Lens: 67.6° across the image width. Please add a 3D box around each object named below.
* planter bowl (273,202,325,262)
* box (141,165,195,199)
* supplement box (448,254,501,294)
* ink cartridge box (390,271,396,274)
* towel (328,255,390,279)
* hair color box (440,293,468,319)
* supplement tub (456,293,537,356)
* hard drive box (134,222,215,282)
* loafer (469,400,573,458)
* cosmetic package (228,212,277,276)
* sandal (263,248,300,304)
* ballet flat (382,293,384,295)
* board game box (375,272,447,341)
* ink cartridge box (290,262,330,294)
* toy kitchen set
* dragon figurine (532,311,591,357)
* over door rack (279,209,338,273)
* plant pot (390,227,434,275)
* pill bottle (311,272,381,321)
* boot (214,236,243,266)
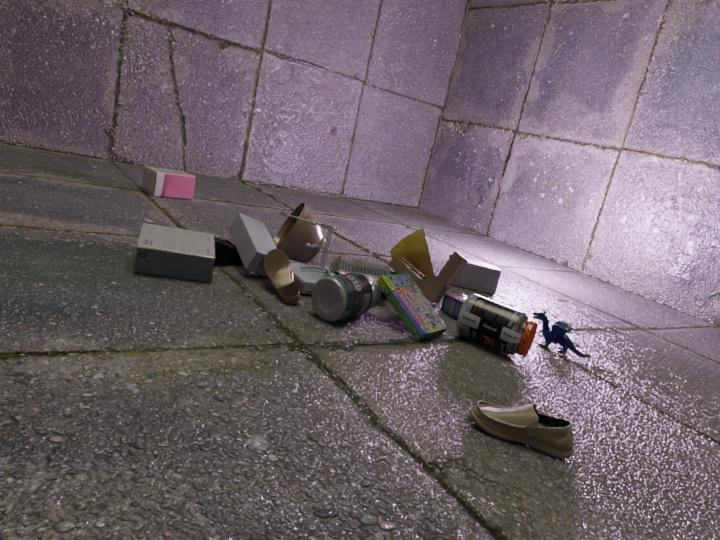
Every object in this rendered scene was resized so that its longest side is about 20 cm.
[{"bbox_3d":[-0.204,-0.113,1.868,0.134,0.202,0.200,37,6,-18],"label":"planter bowl"},{"bbox_3d":[-0.874,-0.399,2.452,0.126,0.112,0.197,25,18,39],"label":"box"},{"bbox_3d":[0.445,0.015,2.141,0.194,0.106,0.101,12,12,-3],"label":"supplement box"},{"bbox_3d":[0.050,0.017,1.830,0.195,0.045,0.198,16,8,10],"label":"ink cartridge box"},{"bbox_3d":[0.000,0.000,1.675,0.194,0.035,0.193,11,20,-1],"label":"towel"},{"bbox_3d":[0.352,0.134,1.662,0.098,0.062,0.199,2,19,-39],"label":"hair color box"},{"bbox_3d":[0.375,0.152,1.478,0.196,0.126,0.121,21,15,30],"label":"supplement tub"},{"bbox_3d":[-0.497,-0.049,1.453,0.195,0.079,0.157,8,25,-20],"label":"hard drive box"},{"bbox_3d":[0.304,0.281,1.006,0.195,0.070,0.076,17,14,12],"label":"loafer"},{"bbox_3d":[-0.320,-0.078,1.634,0.100,0.072,0.201,22,26,-42],"label":"cosmetic package"},{"bbox_3d":[-0.219,0.033,1.507,0.076,0.071,0.213,-17,45,-15],"label":"sandal"},{"bbox_3d":[0.030,0.052,1.706,0.195,0.068,0.047,19,57,8],"label":"ballet flat"},{"bbox_3d":[0.141,0.095,1.474,0.133,0.029,0.202,-3,52,-52],"label":"board game box"},{"bbox_3d":[-0.132,0.026,1.647,0.196,0.042,0.199,5,16,-34],"label":"ink cartridge box"},{"bbox_3d":[0.236,-0.017,1.811,0.199,0.182,0.162,40,10,21],"label":"toy kitchen set"},{"bbox_3d":[0.597,0.188,1.603,0.197,0.102,0.058,22,16,31],"label":"dragon figurine"},{"bbox_3d":[-0.179,-0.086,1.646,0.195,0.152,0.067,16,7,9],"label":"over door rack"},{"bbox_3d":[0.187,-0.039,1.975,0.138,0.205,0.200,-14,12,5],"label":"plant pot"},{"bbox_3d":[-0.032,0.066,1.434,0.111,0.116,0.198,21,15,30],"label":"pill bottle"},{"bbox_3d":[-0.452,-0.069,1.672,0.172,0.071,0.198,24,6,39],"label":"boot"}]
